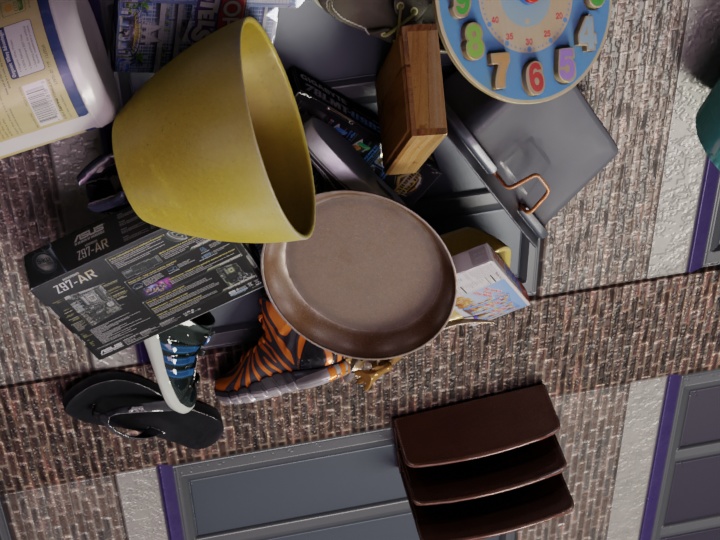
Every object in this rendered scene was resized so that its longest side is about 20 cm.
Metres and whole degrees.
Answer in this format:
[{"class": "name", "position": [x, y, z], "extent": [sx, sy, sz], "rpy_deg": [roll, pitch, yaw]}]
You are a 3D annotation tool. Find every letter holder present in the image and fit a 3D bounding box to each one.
[{"class": "letter holder", "position": [0.154, 0.244, 1.783], "extent": [0.198, 0.143, 0.101], "rpy_deg": [-12, 133, -5]}]

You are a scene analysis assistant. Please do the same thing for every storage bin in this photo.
[{"class": "storage bin", "position": [0.168, -0.139, 1.463], "extent": [0.134, 0.146, 0.200], "rpy_deg": [-40, 130, 6]}]

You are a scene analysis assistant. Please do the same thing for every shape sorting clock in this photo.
[{"class": "shape sorting clock", "position": [0.155, -0.257, 1.348], "extent": [0.198, 0.039, 0.202], "rpy_deg": [0, 90, -27]}]

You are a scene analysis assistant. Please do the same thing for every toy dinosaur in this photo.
[{"class": "toy dinosaur", "position": [0.038, 0.080, 1.599], "extent": [0.199, 0.106, 0.061], "rpy_deg": [-21, 98, 38]}]

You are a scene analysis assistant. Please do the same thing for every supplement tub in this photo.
[{"class": "supplement tub", "position": [-0.328, -0.171, 1.274], "extent": [0.198, 0.145, 0.145], "rpy_deg": [-17, 133, -1]}]

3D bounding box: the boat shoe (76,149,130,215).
[{"class": "boat shoe", "position": [-0.179, -0.105, 1.393], "extent": [0.199, 0.075, 0.093], "rpy_deg": [-29, 172, 17]}]

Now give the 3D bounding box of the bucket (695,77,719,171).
[{"class": "bucket", "position": [0.454, -0.161, 1.478], "extent": [0.205, 0.208, 0.135], "rpy_deg": [10, 136, -23]}]

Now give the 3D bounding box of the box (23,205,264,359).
[{"class": "box", "position": [-0.210, 0.000, 1.434], "extent": [0.199, 0.044, 0.160], "rpy_deg": [-25, 146, 5]}]

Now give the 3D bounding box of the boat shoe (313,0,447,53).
[{"class": "boat shoe", "position": [0.043, -0.243, 1.339], "extent": [0.200, 0.061, 0.072], "rpy_deg": [1, 138, -42]}]

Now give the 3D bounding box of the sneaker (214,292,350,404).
[{"class": "sneaker", "position": [-0.098, 0.081, 1.618], "extent": [0.199, 0.113, 0.077], "rpy_deg": [-18, -179, 38]}]

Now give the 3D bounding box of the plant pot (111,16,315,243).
[{"class": "plant pot", "position": [-0.137, -0.110, 1.287], "extent": [0.141, 0.201, 0.201], "rpy_deg": [-13, 134, 11]}]

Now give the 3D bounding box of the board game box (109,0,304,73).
[{"class": "board game box", "position": [-0.122, -0.259, 1.314], "extent": [0.198, 0.062, 0.201], "rpy_deg": [-1, 130, -15]}]

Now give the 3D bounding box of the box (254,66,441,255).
[{"class": "box", "position": [-0.052, -0.085, 1.497], "extent": [0.198, 0.050, 0.200], "rpy_deg": [26, 119, -34]}]

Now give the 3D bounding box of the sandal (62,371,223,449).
[{"class": "sandal", "position": [-0.245, 0.167, 1.667], "extent": [0.199, 0.043, 0.076], "rpy_deg": [17, 124, -28]}]

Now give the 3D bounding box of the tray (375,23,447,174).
[{"class": "tray", "position": [0.044, -0.156, 1.352], "extent": [0.037, 0.100, 0.200], "rpy_deg": [-4, 175, -6]}]

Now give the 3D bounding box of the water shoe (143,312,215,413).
[{"class": "water shoe", "position": [-0.193, 0.079, 1.583], "extent": [0.078, 0.072, 0.201], "rpy_deg": [-14, 133, -1]}]

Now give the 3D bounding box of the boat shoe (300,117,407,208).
[{"class": "boat shoe", "position": [-0.012, -0.074, 1.447], "extent": [0.066, 0.070, 0.200], "rpy_deg": [-35, 138, 13]}]

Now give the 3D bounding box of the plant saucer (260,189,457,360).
[{"class": "plant saucer", "position": [0.000, 0.000, 1.429], "extent": [0.198, 0.032, 0.202], "rpy_deg": [7, 126, 9]}]

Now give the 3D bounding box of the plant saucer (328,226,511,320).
[{"class": "plant saucer", "position": [0.063, 0.016, 1.580], "extent": [0.198, 0.049, 0.200], "rpy_deg": [-17, 161, -1]}]

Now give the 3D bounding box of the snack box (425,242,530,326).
[{"class": "snack box", "position": [0.126, 0.018, 1.530], "extent": [0.071, 0.025, 0.200], "rpy_deg": [-22, 160, 12]}]
